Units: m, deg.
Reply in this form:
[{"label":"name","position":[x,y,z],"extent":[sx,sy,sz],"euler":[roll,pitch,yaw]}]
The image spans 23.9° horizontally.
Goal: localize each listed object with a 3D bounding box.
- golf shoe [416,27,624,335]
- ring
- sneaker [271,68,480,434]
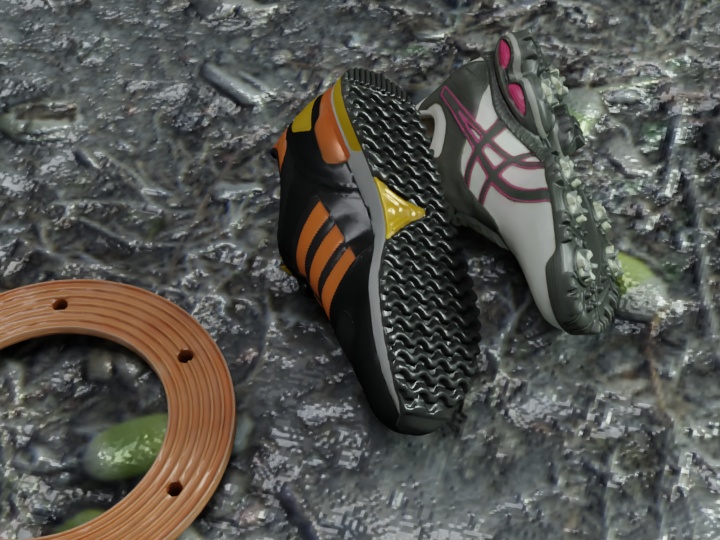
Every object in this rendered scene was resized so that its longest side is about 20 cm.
[{"label":"golf shoe","position":[0.083,-0.036,0.915],"extent":[0.088,0.077,0.201],"euler":[-25,46,16]},{"label":"ring","position":[-0.160,0.085,0.864],"extent":[0.199,0.019,0.201],"euler":[-4,47,4]},{"label":"sneaker","position":[0.000,0.000,0.885],"extent":[0.090,0.070,0.201],"euler":[-32,58,38]}]
